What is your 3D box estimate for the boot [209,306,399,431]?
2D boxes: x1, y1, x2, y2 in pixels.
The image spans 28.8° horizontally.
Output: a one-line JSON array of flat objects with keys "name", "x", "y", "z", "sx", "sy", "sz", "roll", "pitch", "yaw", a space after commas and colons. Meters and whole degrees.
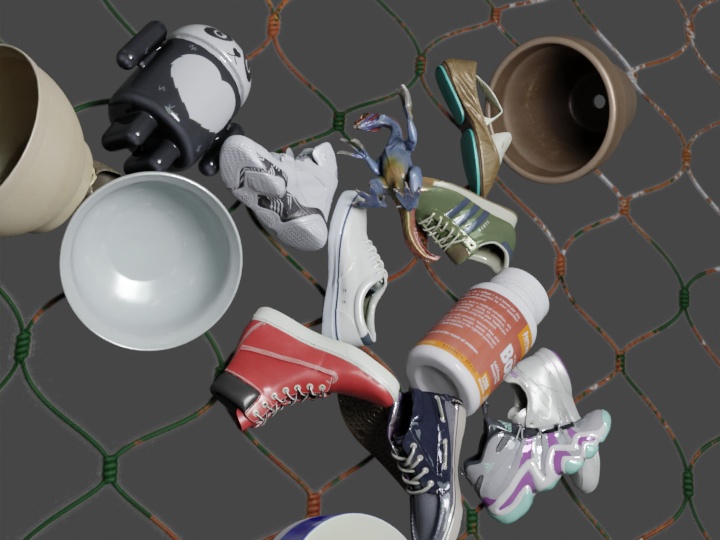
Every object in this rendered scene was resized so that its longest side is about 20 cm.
[{"name": "boot", "x": -0.066, "y": 0.145, "z": 1.618, "sx": 0.199, "sy": 0.073, "sz": 0.145, "roll": 23, "pitch": 61, "yaw": 11}]

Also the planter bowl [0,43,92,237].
[{"name": "planter bowl", "x": -0.367, "y": -0.117, "z": 1.468, "sx": 0.135, "sy": 0.200, "sz": 0.201, "roll": 35, "pitch": 56, "yaw": -51}]

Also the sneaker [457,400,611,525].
[{"name": "sneaker", "x": 0.211, "y": 0.211, "z": 1.782, "sx": 0.200, "sy": 0.078, "sz": 0.140, "roll": -41, "pitch": 92, "yaw": -4}]

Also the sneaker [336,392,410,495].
[{"name": "sneaker", "x": 0.044, "y": 0.194, "z": 1.728, "sx": 0.200, "sy": 0.070, "sz": 0.076, "roll": 56, "pitch": 36, "yaw": -12}]

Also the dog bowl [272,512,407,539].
[{"name": "dog bowl", "x": -0.022, "y": 0.381, "z": 1.610, "sx": 0.199, "sy": 0.079, "sz": 0.201, "roll": 10, "pitch": 72, "yaw": -31}]

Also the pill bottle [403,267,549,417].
[{"name": "pill bottle", "x": 0.154, "y": 0.087, "z": 1.791, "sx": 0.200, "sy": 0.112, "sz": 0.112, "roll": -44, "pitch": 102, "yaw": -34}]

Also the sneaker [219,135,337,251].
[{"name": "sneaker", "x": -0.094, "y": -0.121, "z": 1.688, "sx": 0.200, "sy": 0.075, "sz": 0.115, "roll": 49, "pitch": 46, "yaw": -42}]

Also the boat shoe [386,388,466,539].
[{"name": "boat shoe", "x": 0.067, "y": 0.233, "z": 1.635, "sx": 0.093, "sy": 0.075, "sz": 0.201, "roll": 26, "pitch": 59, "yaw": -39}]

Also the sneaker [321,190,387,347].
[{"name": "sneaker", "x": 0.000, "y": 0.000, "z": 1.726, "sx": 0.073, "sy": 0.071, "sz": 0.201, "roll": 31, "pitch": 61, "yaw": -69}]

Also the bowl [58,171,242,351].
[{"name": "bowl", "x": -0.235, "y": -0.020, "z": 1.551, "sx": 0.200, "sy": 0.090, "sz": 0.202, "roll": -4, "pitch": 108, "yaw": -13}]

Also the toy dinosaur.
[{"name": "toy dinosaur", "x": 0.034, "y": -0.127, "z": 1.775, "sx": 0.182, "sy": 0.105, "sz": 0.201, "roll": -77, "pitch": 153, "yaw": -63}]

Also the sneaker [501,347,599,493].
[{"name": "sneaker", "x": 0.249, "y": 0.209, "z": 1.859, "sx": 0.099, "sy": 0.075, "sz": 0.201, "roll": -24, "pitch": 91, "yaw": -17}]

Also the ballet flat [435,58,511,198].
[{"name": "ballet flat", "x": 0.162, "y": -0.197, "z": 1.903, "sx": 0.072, "sy": 0.068, "sz": 0.201, "roll": -14, "pitch": 79, "yaw": -14}]

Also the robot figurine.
[{"name": "robot figurine", "x": -0.209, "y": -0.195, "z": 1.618, "sx": 0.124, "sy": 0.151, "sz": 0.200, "roll": 25, "pitch": 57, "yaw": 17}]

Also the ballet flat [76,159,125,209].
[{"name": "ballet flat", "x": -0.258, "y": -0.074, "z": 1.600, "sx": 0.200, "sy": 0.046, "sz": 0.068, "roll": 32, "pitch": 60, "yaw": -23}]

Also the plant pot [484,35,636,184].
[{"name": "plant pot", "x": 0.299, "y": -0.227, "z": 1.950, "sx": 0.174, "sy": 0.200, "sz": 0.201, "roll": -15, "pitch": 85, "yaw": -55}]

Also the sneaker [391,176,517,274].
[{"name": "sneaker", "x": 0.127, "y": -0.054, "z": 1.839, "sx": 0.200, "sy": 0.067, "sz": 0.090, "roll": 18, "pitch": 63, "yaw": -31}]
